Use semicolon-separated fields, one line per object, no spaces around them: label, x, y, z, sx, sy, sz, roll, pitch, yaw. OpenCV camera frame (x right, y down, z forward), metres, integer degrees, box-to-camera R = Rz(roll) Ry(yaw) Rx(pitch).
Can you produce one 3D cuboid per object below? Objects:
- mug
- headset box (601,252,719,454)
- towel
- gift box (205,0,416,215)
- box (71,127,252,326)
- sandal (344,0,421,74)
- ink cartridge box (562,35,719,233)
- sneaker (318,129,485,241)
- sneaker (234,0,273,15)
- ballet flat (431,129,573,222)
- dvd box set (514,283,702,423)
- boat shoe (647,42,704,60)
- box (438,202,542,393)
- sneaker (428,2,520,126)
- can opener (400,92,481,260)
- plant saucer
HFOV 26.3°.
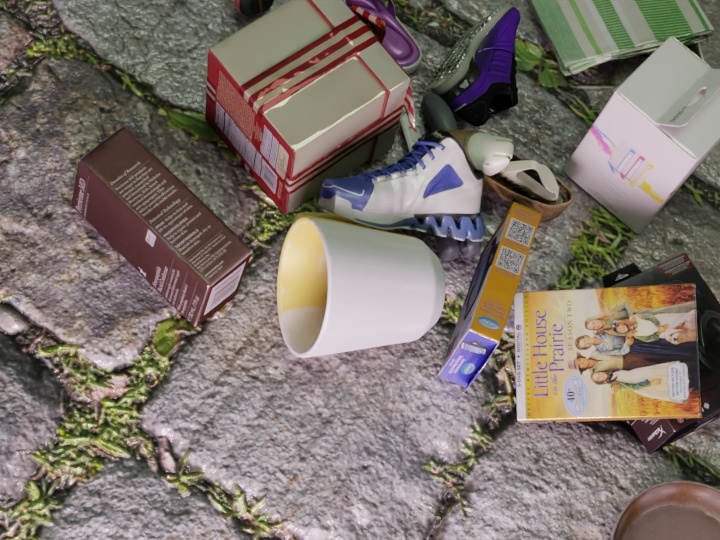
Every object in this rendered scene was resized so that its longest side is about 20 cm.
mug;0.004;0.002;1.665;0.153;0.149;0.187;2;68;-24
headset box;0.344;0.084;1.749;0.148;0.077;0.200;-22;71;-25
towel;0.329;-0.325;1.959;0.199;0.023;0.153;-15;54;-5
gift box;-0.046;-0.185;1.733;0.187;0.185;0.200;-36;80;-19
box;-0.215;-0.046;1.650;0.200;0.100;0.075;44;60;11
sandal;0.004;-0.325;1.891;0.203;0.050;0.082;43;60;10
ink cartridge box;0.352;-0.166;1.814;0.125;0.200;0.129;41;59;8
sneaker;0.054;-0.102;1.693;0.199;0.081;0.116;7;97;-24
sneaker;-0.139;-0.390;1.888;0.086;0.074;0.201;9;55;5
ballet flat;0.168;-0.115;1.770;0.200;0.072;0.068;29;59;-28
dvd box set;0.268;0.091;1.679;0.199;0.029;0.147;-2;78;14
boat shoe;0.409;-0.237;1.945;0.071;0.070;0.201;7;60;-12
box;0.139;0.036;1.693;0.041;0.119;0.200;25;58;-1
sneaker;0.159;-0.244;1.887;0.100;0.070;0.200;46;48;-12
can opener;0.096;-0.112;1.791;0.053;0.067;0.201;-7;64;-18
plant saucer;0.355;0.324;1.648;0.199;0.032;0.201;7;61;-13
